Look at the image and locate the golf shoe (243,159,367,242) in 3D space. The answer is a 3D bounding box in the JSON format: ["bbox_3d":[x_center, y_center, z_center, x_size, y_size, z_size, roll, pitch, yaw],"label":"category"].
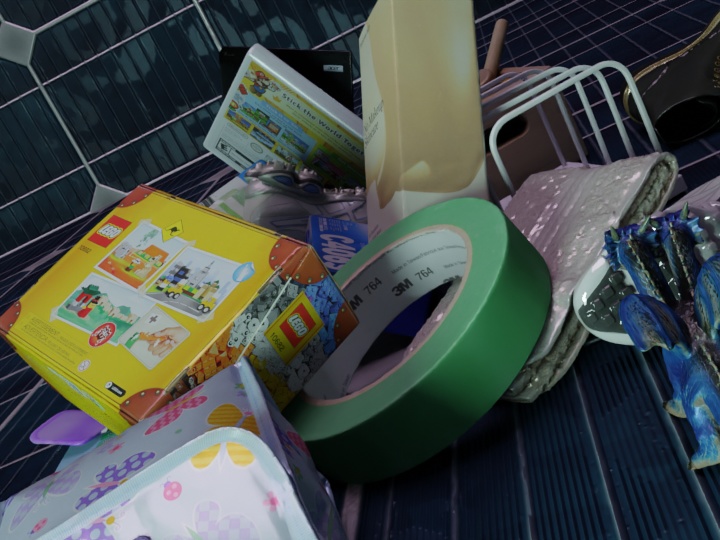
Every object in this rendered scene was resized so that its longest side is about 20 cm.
[{"bbox_3d":[-0.027,-0.041,1.014,0.200,0.097,0.078,13,-6,-25],"label":"golf shoe"}]

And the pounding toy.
[{"bbox_3d":[0.131,-0.165,1.090,0.200,0.142,0.184,-30,16,-7],"label":"pounding toy"}]

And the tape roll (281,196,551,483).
[{"bbox_3d":[0.027,0.041,0.661,0.200,0.048,0.200,-37,25,20],"label":"tape roll"}]

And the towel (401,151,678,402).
[{"bbox_3d":[0.116,0.000,0.681,0.132,0.034,0.200,-2,47,55],"label":"towel"}]

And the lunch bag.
[{"bbox_3d":[-0.089,0.147,0.481,0.169,0.127,0.200,-30,22,-1],"label":"lunch bag"}]

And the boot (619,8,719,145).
[{"bbox_3d":[0.347,-0.186,0.947,0.200,0.077,0.138,-37,16,16],"label":"boot"}]

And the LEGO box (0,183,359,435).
[{"bbox_3d":[-0.126,0.035,0.677,0.200,0.077,0.149,21,60,45],"label":"LEGO box"}]

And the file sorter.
[{"bbox_3d":[0.147,-0.097,0.875,0.139,0.125,0.200,-29,15,-9],"label":"file sorter"}]

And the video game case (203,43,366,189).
[{"bbox_3d":[-0.059,-0.125,1.082,0.023,0.200,0.182,-57,5,-33],"label":"video game case"}]

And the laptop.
[{"bbox_3d":[-0.054,-0.157,1.158,0.177,0.200,0.103,10,76,31],"label":"laptop"}]

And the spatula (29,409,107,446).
[{"bbox_3d":[-0.172,0.106,0.781,0.200,0.021,0.057,-19,11,29],"label":"spatula"}]

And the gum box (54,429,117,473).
[{"bbox_3d":[-0.148,0.147,0.727,0.170,0.045,0.200,-25,14,6],"label":"gum box"}]

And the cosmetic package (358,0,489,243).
[{"bbox_3d":[0.047,-0.114,0.809,0.071,0.200,0.105,1,-17,-15],"label":"cosmetic package"}]

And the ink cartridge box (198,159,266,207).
[{"bbox_3d":[-0.159,-0.007,1.082,0.200,0.084,0.146,-42,-8,-45],"label":"ink cartridge box"}]

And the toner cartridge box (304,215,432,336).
[{"bbox_3d":[0.000,0.000,0.874,0.095,0.043,0.200,11,14,-7],"label":"toner cartridge box"}]

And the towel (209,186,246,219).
[{"bbox_3d":[-0.117,0.008,0.973,0.200,0.153,0.023,-44,-9,-46],"label":"towel"}]

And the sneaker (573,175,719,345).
[{"bbox_3d":[0.209,-0.016,0.626,0.200,0.075,0.081,-30,1,-16],"label":"sneaker"}]

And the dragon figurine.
[{"bbox_3d":[0.158,0.032,0.474,0.059,0.099,0.200,-24,15,13],"label":"dragon figurine"}]
